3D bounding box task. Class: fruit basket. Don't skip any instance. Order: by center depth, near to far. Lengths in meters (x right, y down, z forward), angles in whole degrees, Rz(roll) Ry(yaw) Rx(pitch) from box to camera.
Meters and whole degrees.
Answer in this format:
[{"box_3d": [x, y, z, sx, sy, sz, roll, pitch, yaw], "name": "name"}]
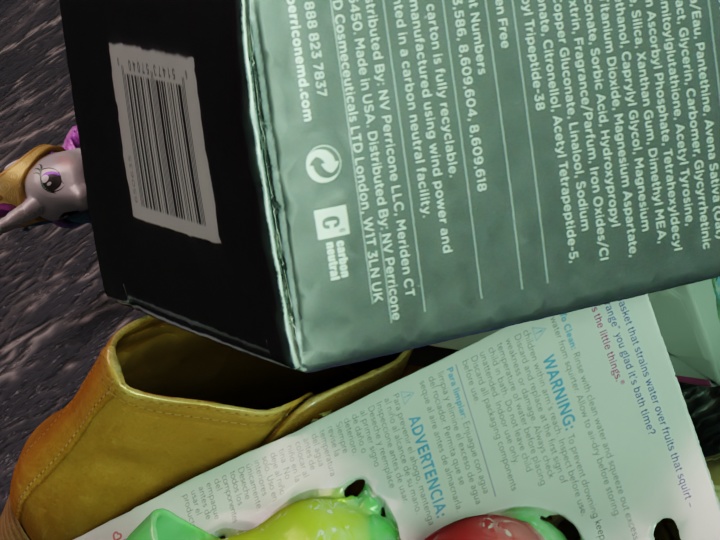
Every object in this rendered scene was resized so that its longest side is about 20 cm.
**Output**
[{"box_3d": [0.013, 0.119, 0.787, 0.199, 0.094, 0.186, -24, 58, 12], "name": "fruit basket"}]

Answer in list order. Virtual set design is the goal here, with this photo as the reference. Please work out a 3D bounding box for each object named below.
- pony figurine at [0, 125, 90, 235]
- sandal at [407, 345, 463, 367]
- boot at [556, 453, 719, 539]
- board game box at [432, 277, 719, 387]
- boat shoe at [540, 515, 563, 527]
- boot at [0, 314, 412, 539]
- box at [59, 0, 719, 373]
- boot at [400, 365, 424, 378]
[{"box_3d": [-0.084, -0.082, 1.502, 0.199, 0.167, 0.193, -2, 41, 33], "name": "pony figurine"}, {"box_3d": [0.000, 0.000, 1.051, 0.200, 0.045, 0.075, -1, 48, 45], "name": "sandal"}, {"box_3d": [0.161, 0.041, 0.812, 0.200, 0.073, 0.156, -13, 28, 46], "name": "boot"}, {"box_3d": [0.082, -0.066, 0.999, 0.147, 0.064, 0.200, 8, 57, 30], "name": "board game box"}, {"box_3d": [0.001, 0.127, 0.879, 0.200, 0.074, 0.069, -41, 19, -7], "name": "boat shoe"}, {"box_3d": [-0.012, 0.057, 0.912, 0.201, 0.071, 0.144, -4, -31, -35], "name": "boot"}, {"box_3d": [0.037, -0.051, 0.808, 0.199, 0.105, 0.148, -12, 11, -21], "name": "box"}, {"box_3d": [0.022, 0.025, 1.109, 0.155, 0.074, 0.200, -35, 16, 3], "name": "boot"}]
